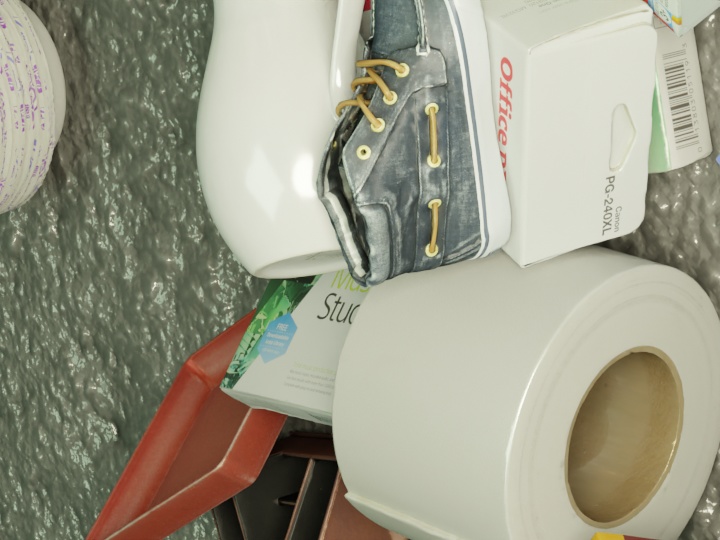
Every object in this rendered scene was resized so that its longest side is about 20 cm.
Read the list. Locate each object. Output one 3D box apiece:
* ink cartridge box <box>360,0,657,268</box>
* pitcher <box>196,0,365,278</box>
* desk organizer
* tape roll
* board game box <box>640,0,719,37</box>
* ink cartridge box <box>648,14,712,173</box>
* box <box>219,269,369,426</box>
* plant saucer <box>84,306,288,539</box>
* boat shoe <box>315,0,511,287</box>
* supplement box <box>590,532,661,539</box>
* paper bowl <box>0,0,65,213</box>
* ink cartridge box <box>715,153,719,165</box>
[{"bbox_3d":[0.076,-0.117,1.261,0.200,0.083,0.146,46,147,46],"label":"ink cartridge box"},{"bbox_3d":[-0.030,-0.106,1.265,0.171,0.121,0.201,153,110,-64],"label":"pitcher"},{"bbox_3d":[-0.040,0.157,1.509,0.200,0.077,0.072,-8,98,70],"label":"desk organizer"},{"bbox_3d":[0.101,0.078,1.288,0.139,0.202,0.203,17,116,42],"label":"tape roll"},{"bbox_3d":[0.139,-0.241,1.180,0.200,0.105,0.103,46,169,26],"label":"board game box"},{"bbox_3d":[0.109,-0.136,1.320,0.200,0.050,0.162,-2,102,45],"label":"ink cartridge box"},{"bbox_3d":[0.000,0.000,1.390,0.144,0.036,0.201,7,67,55],"label":"box"},{"bbox_3d":[-0.098,0.105,1.544,0.037,0.200,0.199,40,138,-14],"label":"plant saucer"},{"bbox_3d":[0.019,-0.092,1.184,0.071,0.091,0.201,15,120,63],"label":"boat shoe"},{"bbox_3d":[0.178,0.264,1.242,0.200,0.197,0.133,-55,37,39],"label":"supplement box"},{"bbox_3d":[-0.306,-0.140,1.721,0.200,0.104,0.201,18,115,42],"label":"paper bowl"},{"bbox_3d":[0.280,-0.085,1.158,0.119,0.042,0.200,53,132,22],"label":"ink cartridge box"}]
